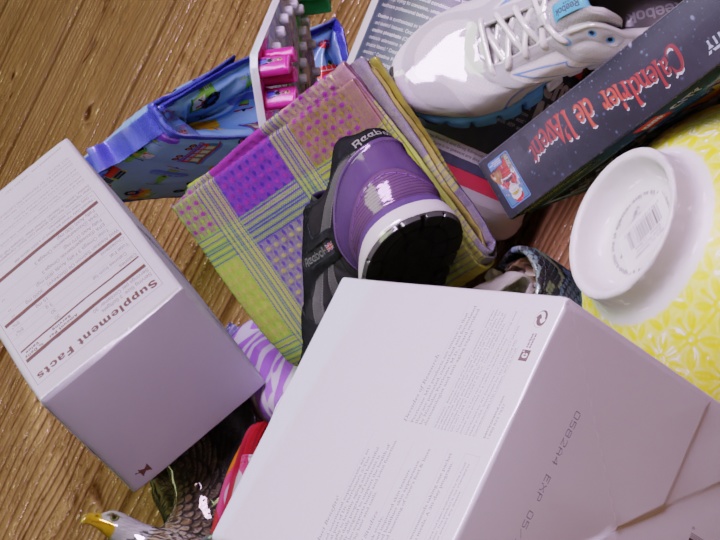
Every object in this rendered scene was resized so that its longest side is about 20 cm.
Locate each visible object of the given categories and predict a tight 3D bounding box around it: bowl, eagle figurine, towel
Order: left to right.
[{"bbox_3d":[-0.115,0.175,1.343,0.151,0.151,0.200,-21,38,31],"label":"eagle figurine"},{"bbox_3d":[-0.017,-0.028,1.186,0.200,0.144,0.023,-33,5,44],"label":"towel"},{"bbox_3d":[0.171,-0.006,0.999,0.200,0.107,0.201,-38,40,42],"label":"bowl"}]

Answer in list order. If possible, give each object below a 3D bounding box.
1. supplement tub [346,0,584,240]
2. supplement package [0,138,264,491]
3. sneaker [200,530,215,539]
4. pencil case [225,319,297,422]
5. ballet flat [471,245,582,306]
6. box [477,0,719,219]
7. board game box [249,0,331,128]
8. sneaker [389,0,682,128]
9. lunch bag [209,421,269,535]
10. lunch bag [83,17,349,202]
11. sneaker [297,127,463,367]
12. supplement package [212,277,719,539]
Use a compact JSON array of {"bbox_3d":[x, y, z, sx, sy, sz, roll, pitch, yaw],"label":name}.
[{"bbox_3d":[0.067,-0.131,1.232,0.140,0.140,0.201,26,94,62],"label":"supplement tub"},{"bbox_3d":[-0.174,0.027,1.327,0.117,0.117,0.200,-39,45,-3],"label":"supplement package"},{"bbox_3d":[-0.056,0.144,1.071,0.076,0.114,0.200,101,178,-61],"label":"sneaker"},{"bbox_3d":[-0.020,0.076,1.311,0.086,0.084,0.200,-50,27,-12],"label":"pencil case"},{"bbox_3d":[0.049,0.065,1.126,0.200,0.074,0.074,-50,23,-20],"label":"ballet flat"},{"bbox_3d":[0.171,-0.102,1.040,0.200,0.136,0.038,-38,77,44],"label":"box"},{"bbox_3d":[-0.032,-0.082,1.312,0.200,0.026,0.201,-76,-20,-63],"label":"board game box"},{"bbox_3d":[0.108,-0.138,1.108,0.199,0.087,0.075,-17,78,9],"label":"sneaker"},{"bbox_3d":[-0.039,0.208,1.186,0.176,0.082,0.200,78,-161,-50],"label":"lunch bag"},{"bbox_3d":[-0.113,-0.098,1.453,0.150,0.200,0.094,-26,85,52],"label":"lunch bag"},{"bbox_3d":[0.000,0.000,1.142,0.088,0.076,0.200,61,148,30],"label":"sneaker"},{"bbox_3d":[0.061,0.107,0.944,0.200,0.150,0.152,5,65,60],"label":"supplement package"}]
